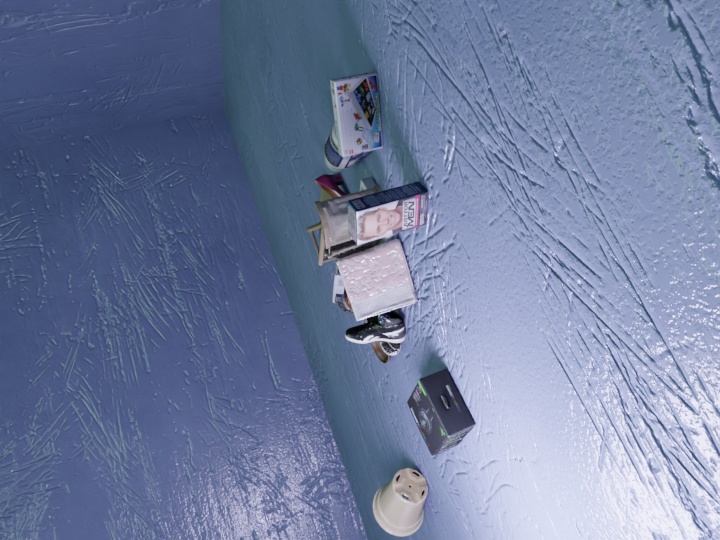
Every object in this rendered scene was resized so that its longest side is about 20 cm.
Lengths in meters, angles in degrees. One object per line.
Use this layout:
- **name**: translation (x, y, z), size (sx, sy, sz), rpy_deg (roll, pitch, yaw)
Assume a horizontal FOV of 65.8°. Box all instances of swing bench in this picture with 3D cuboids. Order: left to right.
- **swing bench**: translation (-0.034, -0.127, 1.591), size (0.200, 0.196, 0.132), rpy_deg (126, 125, -68)

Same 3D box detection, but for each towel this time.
- **towel**: translation (0.048, 0.029, 1.617), size (0.032, 0.197, 0.194), rpy_deg (-5, -103, -84)

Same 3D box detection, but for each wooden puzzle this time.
- **wooden puzzle**: translation (-0.113, -0.237, 2.144), size (0.186, 0.037, 0.202), rpy_deg (103, 151, -58)

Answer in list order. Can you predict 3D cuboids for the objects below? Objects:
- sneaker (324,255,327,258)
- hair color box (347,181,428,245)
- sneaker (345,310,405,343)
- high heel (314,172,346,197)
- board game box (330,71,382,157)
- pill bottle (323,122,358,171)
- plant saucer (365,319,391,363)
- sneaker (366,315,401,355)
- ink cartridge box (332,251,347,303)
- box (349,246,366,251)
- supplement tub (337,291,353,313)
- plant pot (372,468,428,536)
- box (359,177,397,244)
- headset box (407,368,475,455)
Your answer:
- **sneaker**: translation (-0.111, -0.137, 1.978), size (0.081, 0.085, 0.203), rpy_deg (91, -164, -67)
- **hair color box**: translation (0.068, -0.143, 1.386), size (0.061, 0.197, 0.101), rpy_deg (-127, 26, -46)
- **sneaker**: translation (0.045, 0.168, 1.772), size (0.073, 0.196, 0.113), rpy_deg (-80, -13, -56)
- **high heel**: translation (-0.086, -0.251, 1.935), size (0.067, 0.095, 0.203), rpy_deg (117, 134, -65)
- **board game box**: translation (-0.008, -0.419, 1.499), size (0.035, 0.124, 0.203), rpy_deg (-135, 34, -55)
- **pill bottle**: translation (-0.052, -0.376, 1.696), size (0.200, 0.110, 0.113), rpy_deg (141, 112, -71)
- **plant saucer**: translation (0.070, 0.232, 1.992), size (0.200, 0.032, 0.203), rpy_deg (164, 91, -73)
- **sneaker**: translation (0.076, 0.194, 1.863), size (0.202, 0.073, 0.079), rpy_deg (66, -174, 17)
- **ink cartridge box**: translation (-0.065, -0.019, 1.939), size (0.199, 0.043, 0.203), rpy_deg (99, 177, -60)
- **box**: translation (-0.005, -0.042, 1.907), size (0.201, 0.048, 0.160), rpy_deg (-113, 17, -50)
- **supplement tub**: translation (-0.013, 0.099, 2.007), size (0.200, 0.105, 0.109), rpy_deg (163, 90, -72)
- **plant pot**: translation (0.160, 0.826, 2.024), size (0.202, 0.198, 0.185), rpy_deg (59, 146, 38)
- **box**: translation (0.051, -0.157, 1.692), size (0.157, 0.041, 0.202), rpy_deg (97, 152, -52)
- **headset box**: translation (0.224, 0.398, 1.566), size (0.201, 0.091, 0.176), rpy_deg (104, 145, -57)
